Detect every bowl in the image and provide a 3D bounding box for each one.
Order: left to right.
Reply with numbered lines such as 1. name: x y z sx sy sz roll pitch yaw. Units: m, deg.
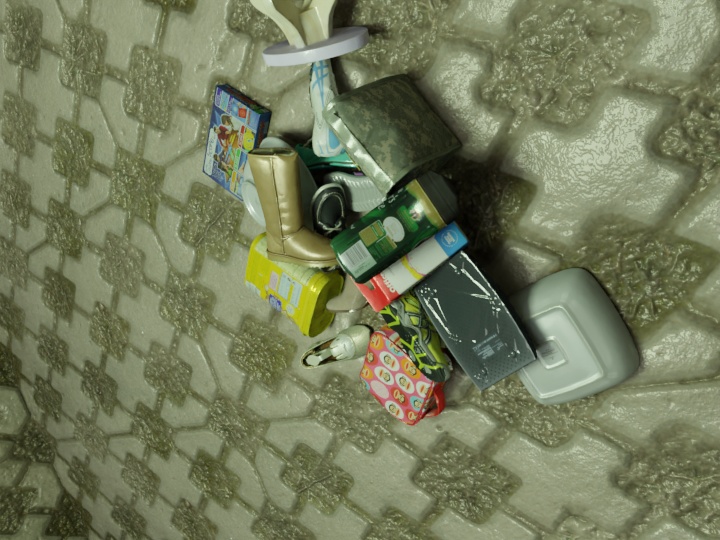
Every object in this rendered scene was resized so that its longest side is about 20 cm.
1. bowl: -0.168 -0.146 1.204 0.201 0.090 0.202 41 150 30
2. bowl: 0.315 0.118 0.992 0.199 0.074 0.201 -33 88 40

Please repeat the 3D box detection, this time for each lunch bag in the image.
1. lunch bag: 0.041 -0.206 0.987 0.165 0.199 0.118 52 130 7
2. lunch bag: 0.090 0.200 1.174 0.176 0.082 0.201 40 142 20

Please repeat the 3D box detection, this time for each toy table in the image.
1. toy table: -0.089 -0.420 1.032 0.198 0.185 0.118 -5 123 20

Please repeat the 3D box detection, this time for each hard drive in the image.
1. hard drive: 0.186 0.079 1.002 0.135 0.042 0.201 -42 76 39

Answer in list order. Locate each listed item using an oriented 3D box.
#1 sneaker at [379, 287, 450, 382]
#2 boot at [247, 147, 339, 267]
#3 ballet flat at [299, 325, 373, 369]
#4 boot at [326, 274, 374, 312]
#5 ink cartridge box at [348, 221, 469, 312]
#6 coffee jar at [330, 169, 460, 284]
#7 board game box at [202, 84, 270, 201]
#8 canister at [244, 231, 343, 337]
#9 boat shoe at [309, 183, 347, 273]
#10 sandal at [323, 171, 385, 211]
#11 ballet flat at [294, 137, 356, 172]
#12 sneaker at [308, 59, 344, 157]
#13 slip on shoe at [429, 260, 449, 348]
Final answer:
1. sneaker: 0.105 0.100 1.079 0.201 0.076 0.076 58 159 29
2. boot: -0.109 -0.110 1.093 0.173 0.066 0.202 4 116 19
3. ballet flat: -0.053 0.171 1.308 0.199 0.062 0.068 -29 90 41
4. boot: 0.000 0.000 1.190 0.198 0.070 0.148 -9 105 30
5. ink cartridge box: 0.066 -0.031 1.021 0.199 0.067 0.117 -39 83 11
6. coffee jar: 0.057 -0.067 0.935 0.199 0.104 0.086 -35 88 10
7. board game box: -0.265 -0.267 1.309 0.135 0.034 0.201 36 126 22
8. canister: -0.144 0.024 1.305 0.199 0.086 0.150 34 126 24
9. boat shoe: -0.059 -0.075 1.169 0.201 0.073 0.061 106 150 -48
10. sandal: 0.009 -0.150 1.136 0.202 0.050 0.083 15 138 49
11. ballet flat: -0.049 -0.219 1.144 0.198 0.067 0.071 2 98 36
12. sneaker: -0.055 -0.297 1.100 0.072 0.072 0.203 107 158 -79
13. slip on shoe: 0.158 0.035 1.093 0.060 0.074 0.203 -6 98 -6
